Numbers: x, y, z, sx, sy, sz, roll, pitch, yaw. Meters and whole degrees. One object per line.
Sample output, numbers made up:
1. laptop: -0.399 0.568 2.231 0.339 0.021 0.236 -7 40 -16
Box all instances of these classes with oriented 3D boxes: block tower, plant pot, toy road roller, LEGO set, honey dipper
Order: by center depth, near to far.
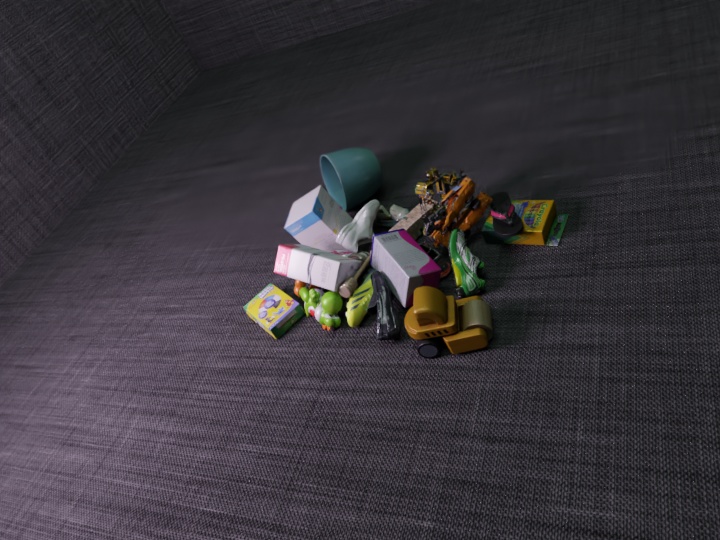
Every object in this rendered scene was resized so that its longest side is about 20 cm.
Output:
1. toy road roller: 0.199 0.107 1.348 0.197 0.147 0.124 -13 40 18
2. honey dipper: 0.000 0.000 1.598 0.038 0.038 0.201 1 36 32
3. LEGO set: 0.246 -0.184 1.631 0.115 0.203 0.153 16 35 42
4. block tower: 0.158 -0.135 1.714 0.200 0.054 0.058 -43 40 -11
5. plant pot: -0.021 -0.316 1.938 0.159 0.203 0.201 -23 36 -15

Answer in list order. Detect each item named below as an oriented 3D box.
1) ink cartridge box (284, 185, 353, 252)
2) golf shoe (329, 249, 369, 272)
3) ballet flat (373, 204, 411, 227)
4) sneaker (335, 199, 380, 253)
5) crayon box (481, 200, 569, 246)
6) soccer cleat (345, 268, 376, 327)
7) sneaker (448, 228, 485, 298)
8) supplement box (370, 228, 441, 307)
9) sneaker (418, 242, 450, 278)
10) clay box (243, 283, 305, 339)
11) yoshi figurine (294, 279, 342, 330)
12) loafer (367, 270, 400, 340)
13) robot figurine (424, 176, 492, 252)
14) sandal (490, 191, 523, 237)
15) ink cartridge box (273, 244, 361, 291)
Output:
1. ink cartridge box: -0.113 -0.131 1.786 0.124 0.200 0.130 -26 34 32
2. golf shoe: -0.064 -0.024 1.730 0.197 0.074 0.092 2 30 22
3. ballet flat: 0.088 -0.172 1.799 0.198 0.075 0.075 0 45 31
4. sneaker: 0.014 -0.127 1.733 0.088 0.075 0.200 36 60 8
5. crayon box: 0.440 -0.130 1.548 0.198 0.052 0.126 5 49 35
6. soccer cleat: 0.026 0.069 1.566 0.083 0.065 0.201 6 49 32
7. sneaker: 0.274 -0.021 1.504 0.084 0.078 0.202 -10 60 5
8. supplement box: 0.115 -0.010 1.527 0.100 0.105 0.200 -12 39 -23
9. sneaker: 0.170 -0.052 1.598 0.077 0.082 0.199 -41 40 -17
10. clay box: -0.263 0.112 1.707 0.115 0.048 0.199 -42 41 -18
11. yoshi figurine: -0.104 0.077 1.605 0.112 0.113 0.200 -30 40 -15
12. loafer: 0.049 0.089 1.492 0.069 0.068 0.203 -10 55 -6
13. robot figurine: 0.262 -0.145 1.578 0.201 0.144 0.058 -51 26 9
14. sandal: 0.378 -0.158 1.538 0.074 0.045 0.201 -19 39 12
15. ink cartridge box: -0.117 -0.010 1.618 0.198 0.086 0.144 16 9 22
